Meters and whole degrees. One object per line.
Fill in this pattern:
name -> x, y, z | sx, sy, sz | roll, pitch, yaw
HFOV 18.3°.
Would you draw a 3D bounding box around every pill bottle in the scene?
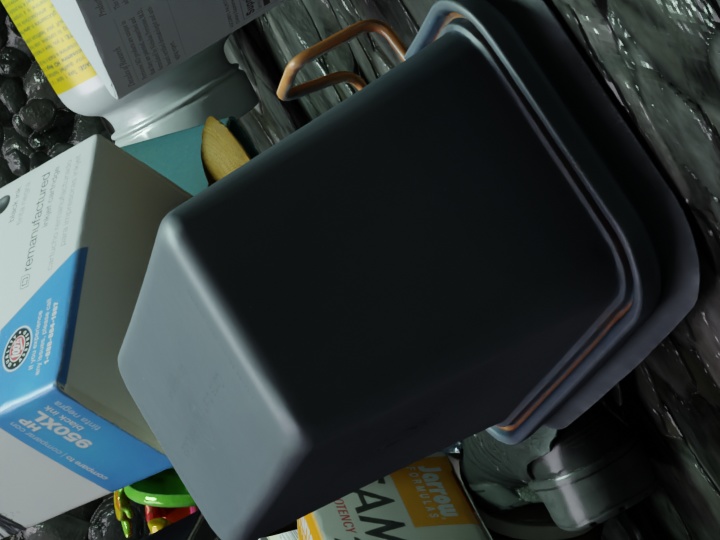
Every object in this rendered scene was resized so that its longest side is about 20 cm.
pill bottle -> -0.142, -0.160, 1.255 | 0.200, 0.112, 0.112 | 60, 173, -10

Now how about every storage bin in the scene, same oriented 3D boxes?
storage bin -> -0.003, 0.003, 0.731 | 0.146, 0.134, 0.200 | 58, 160, 10

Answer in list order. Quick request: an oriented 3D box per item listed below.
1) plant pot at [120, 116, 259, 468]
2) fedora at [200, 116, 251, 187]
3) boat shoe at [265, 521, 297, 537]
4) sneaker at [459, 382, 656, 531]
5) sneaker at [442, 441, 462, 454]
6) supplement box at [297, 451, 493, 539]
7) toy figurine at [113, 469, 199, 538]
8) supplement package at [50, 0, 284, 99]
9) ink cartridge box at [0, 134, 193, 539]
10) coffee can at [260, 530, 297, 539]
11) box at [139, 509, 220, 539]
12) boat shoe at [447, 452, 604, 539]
plant pot -> -0.140, 0.027, 1.243 | 0.141, 0.200, 0.142 | 56, -148, -48
fedora -> 0.000, 0.000, 1.061 | 0.201, 0.082, 0.201 | 58, 173, 11
boat shoe -> -0.035, 0.080, 1.060 | 0.200, 0.074, 0.066 | 76, 177, -73
sneaker -> 0.066, 0.047, 0.915 | 0.104, 0.060, 0.200 | 61, 169, -7
sneaker -> 0.006, 0.158, 1.242 | 0.082, 0.200, 0.070 | 16, -160, -38
supplement box -> 0.019, 0.197, 0.972 | 0.126, 0.073, 0.200 | -120, 26, -64
toy figurine -> -0.089, 0.190, 1.314 | 0.200, 0.150, 0.184 | -131, 35, -77
supplement package -> -0.103, -0.190, 0.859 | 0.156, 0.111, 0.200 | 56, 172, 19
ink cartridge box -> -0.173, 0.045, 1.076 | 0.084, 0.200, 0.145 | 35, -135, -36
coffee can -> 0.040, 0.198, 1.371 | 0.200, 0.146, 0.146 | 53, 171, 44
box -> -0.057, 0.233, 1.157 | 0.200, 0.107, 0.148 | 36, 146, -16
boat shoe -> 0.073, 0.127, 1.063 | 0.200, 0.072, 0.060 | -154, 68, -84
